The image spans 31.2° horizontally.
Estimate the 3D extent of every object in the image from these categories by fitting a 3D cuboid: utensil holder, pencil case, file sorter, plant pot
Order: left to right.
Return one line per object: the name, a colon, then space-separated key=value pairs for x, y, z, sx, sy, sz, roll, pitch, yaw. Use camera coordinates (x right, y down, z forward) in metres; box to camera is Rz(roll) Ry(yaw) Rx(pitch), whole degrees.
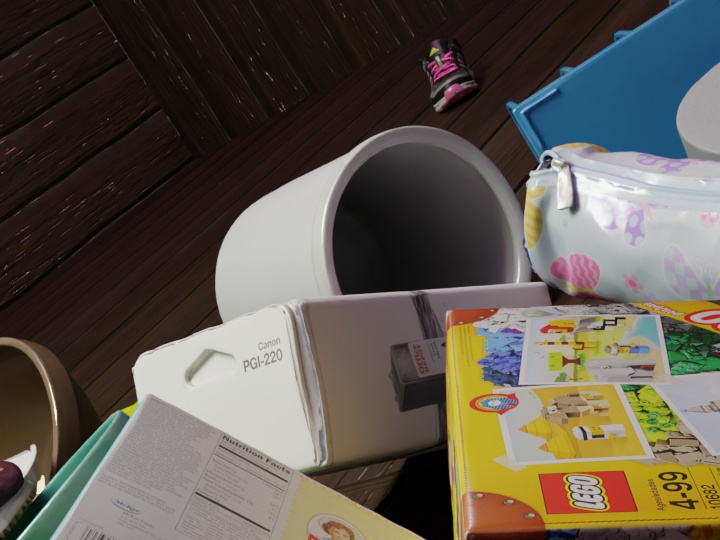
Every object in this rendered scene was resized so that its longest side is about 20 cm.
plant pot: x=-0.279 y=0.163 z=1.104 sx=0.200 sy=0.203 sz=0.092 roll=-23 pitch=-24 yaw=40
utensil holder: x=0.000 y=0.000 z=0.946 sx=0.170 sy=0.171 sz=0.200 roll=-40 pitch=13 yaw=-28
file sorter: x=0.216 y=-0.108 z=0.885 sx=0.199 sy=0.139 sz=0.123 roll=-32 pitch=9 yaw=5
pencil case: x=0.174 y=-0.020 z=0.665 sx=0.083 sy=0.091 sz=0.199 roll=-40 pitch=30 yaw=-24

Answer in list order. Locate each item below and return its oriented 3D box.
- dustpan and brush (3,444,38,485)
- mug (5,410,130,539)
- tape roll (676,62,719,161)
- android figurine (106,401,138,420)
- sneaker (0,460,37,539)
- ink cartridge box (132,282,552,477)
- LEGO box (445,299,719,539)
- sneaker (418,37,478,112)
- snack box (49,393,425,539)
dustpan and brush: x=-0.288 y=0.181 z=0.918 sx=0.139 sy=0.058 sz=0.200 roll=-22 pitch=30 yaw=-15
mug: x=-0.154 y=0.186 z=0.727 sx=0.185 sy=0.114 sz=0.152 roll=-50 pitch=7 yaw=-3
tape roll: x=0.283 y=-0.089 z=0.722 sx=0.199 sy=0.067 sz=0.201 roll=-24 pitch=22 yaw=10
android figurine: x=-0.179 y=0.134 z=1.184 sx=0.199 sy=0.041 sz=0.182 roll=-26 pitch=14 yaw=37
sneaker: x=-0.247 y=0.137 z=0.723 sx=0.075 sy=0.090 sz=0.200 roll=-48 pitch=8 yaw=5
ink cartridge box: x=-0.002 y=0.065 z=0.707 sx=0.199 sy=0.086 sz=0.145 roll=-1 pitch=-15 yaw=-44
LEGO box: x=0.106 y=0.078 z=0.463 sx=0.147 sy=0.078 sz=0.200 roll=-2 pitch=16 yaw=2
sneaker: x=0.125 y=-0.298 z=1.920 sx=0.073 sy=0.088 sz=0.200 roll=-30 pitch=13 yaw=15
snack box: x=-0.009 y=0.126 z=0.450 sx=0.037 sy=0.199 sz=0.116 roll=-61 pitch=2 yaw=21
